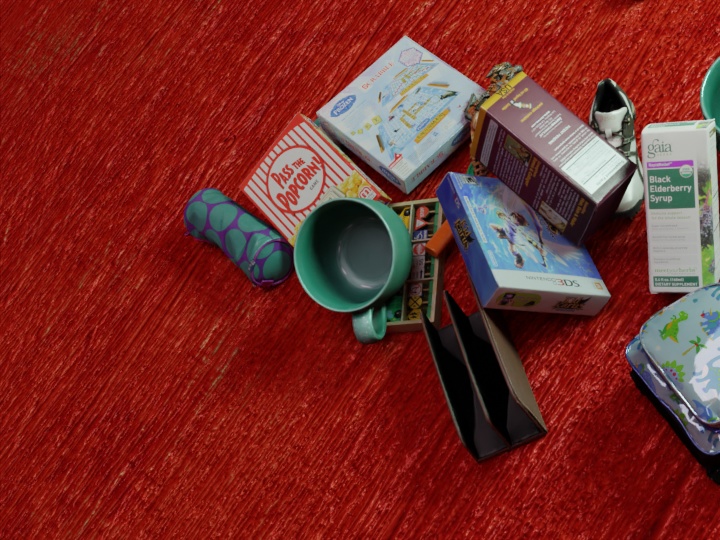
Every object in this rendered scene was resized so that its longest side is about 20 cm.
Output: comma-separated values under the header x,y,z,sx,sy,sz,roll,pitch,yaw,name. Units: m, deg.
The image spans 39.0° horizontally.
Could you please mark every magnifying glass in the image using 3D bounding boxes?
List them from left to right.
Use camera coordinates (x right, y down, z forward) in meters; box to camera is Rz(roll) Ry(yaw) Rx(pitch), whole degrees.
x,y,z,sx,sy,sz,roll,pitch,yaw,name
0.161,-0.099,1.458,0.079,0.022,0.200,31,69,29,magnifying glass

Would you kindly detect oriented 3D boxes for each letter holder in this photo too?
x,y,z,sx,sy,sz,roll,pitch,yaw,name
0.143,0.116,1.289,0.100,0.142,0.202,-25,55,12,letter holder

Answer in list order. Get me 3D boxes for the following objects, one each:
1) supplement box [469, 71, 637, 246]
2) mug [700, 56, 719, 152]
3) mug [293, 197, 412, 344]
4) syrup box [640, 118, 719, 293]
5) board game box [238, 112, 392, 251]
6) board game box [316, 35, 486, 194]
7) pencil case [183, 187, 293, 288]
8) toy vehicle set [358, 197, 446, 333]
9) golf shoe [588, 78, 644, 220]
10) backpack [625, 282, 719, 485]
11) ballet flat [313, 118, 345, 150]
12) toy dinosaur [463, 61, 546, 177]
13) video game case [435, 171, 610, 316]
x,y,z,sx,sy,sz,roll,pitch,yaw,name
0.245,-0.144,1.312,0.085,0.111,0.200,-40,71,-19,supplement box
0.525,-0.191,1.270,0.152,0.114,0.185,-50,53,0,mug
-0.008,-0.008,1.412,0.151,0.114,0.187,21,101,19,mug
0.393,-0.079,1.241,0.078,0.081,0.203,0,105,27,syrup box
-0.071,-0.116,1.532,0.200,0.046,0.152,45,103,24,board game box
0.070,-0.242,1.552,0.200,0.041,0.199,-42,61,-14,board game box
-0.194,-0.051,1.592,0.199,0.085,0.093,36,103,37,pencil case
0.061,-0.007,1.472,0.123,0.027,0.202,-7,60,24,toy vehicle set
0.339,-0.166,1.378,0.077,0.095,0.202,-11,60,20,golf shoe
0.425,0.102,1.150,0.199,0.147,0.184,-35,55,2,backpack
-0.082,-0.182,1.614,0.199,0.067,0.070,-39,16,7,ballet flat
0.207,-0.207,1.463,0.134,0.102,0.203,8,87,28,toy dinosaur
0.210,-0.036,1.322,0.046,0.179,0.202,-57,39,40,video game case
